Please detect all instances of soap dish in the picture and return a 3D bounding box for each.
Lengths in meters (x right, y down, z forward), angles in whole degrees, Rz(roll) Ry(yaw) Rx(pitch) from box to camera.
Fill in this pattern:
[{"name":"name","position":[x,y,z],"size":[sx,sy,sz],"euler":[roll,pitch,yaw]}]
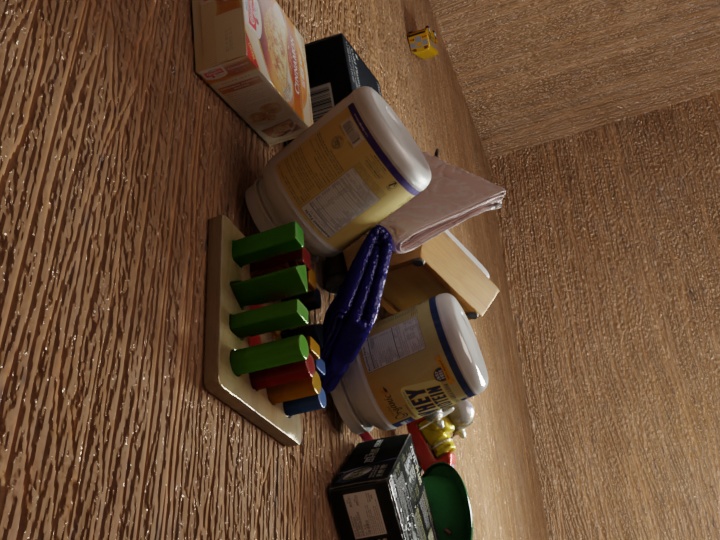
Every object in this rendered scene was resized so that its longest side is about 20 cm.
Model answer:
[{"name":"soap dish","position":[0.086,0.009,1.220],"size":[0.200,0.155,0.082],"euler":[41,47,-37]}]

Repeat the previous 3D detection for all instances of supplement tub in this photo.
[{"name":"supplement tub","position":[0.062,0.132,1.156],"size":[0.146,0.197,0.145],"euler":[60,14,-25]},{"name":"supplement tub","position":[-0.028,-0.109,1.022],"size":[0.146,0.199,0.146],"euler":[49,16,-19]}]

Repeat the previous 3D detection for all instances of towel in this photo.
[{"name":"towel","position":[0.066,-0.098,1.136],"size":[0.199,0.189,0.033],"euler":[34,-41,48]},{"name":"towel","position":[-0.017,0.050,1.049],"size":[0.201,0.049,0.150],"euler":[118,-13,-56]}]

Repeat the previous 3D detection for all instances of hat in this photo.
[{"name":"hat","position":[0.049,0.357,1.238],"size":[0.173,0.166,0.203],"euler":[11,45,-28]}]

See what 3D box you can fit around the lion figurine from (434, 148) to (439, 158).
[{"name":"lion figurine","position":[0.080,-0.102,1.350],"size":[0.203,0.071,0.123],"euler":[-64,-177,11]}]

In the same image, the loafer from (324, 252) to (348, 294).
[{"name":"loafer","position":[0.000,0.000,1.306],"size":[0.200,0.072,0.073],"euler":[20,59,-71]}]

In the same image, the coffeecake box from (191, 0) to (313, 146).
[{"name":"coffeecake box","position":[-0.136,-0.279,1.078],"size":[0.200,0.072,0.157],"euler":[41,39,-63]}]

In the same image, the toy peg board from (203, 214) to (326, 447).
[{"name":"toy peg board","position":[-0.081,0.063,0.933],"size":[0.200,0.096,0.203],"euler":[53,28,-54]}]

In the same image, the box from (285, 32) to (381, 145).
[{"name":"box","position":[-0.034,-0.221,1.299],"size":[0.196,0.122,0.204],"euler":[29,49,-71]}]

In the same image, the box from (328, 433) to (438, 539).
[{"name":"box","position":[0.040,0.348,1.129],"size":[0.164,0.085,0.204],"euler":[-36,111,-73]}]

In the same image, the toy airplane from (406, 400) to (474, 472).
[{"name":"toy airplane","position":[0.122,0.235,1.409],"size":[0.201,0.139,0.202],"euler":[-71,143,-62]}]

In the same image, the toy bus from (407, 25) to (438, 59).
[{"name":"toy bus","position":[0.198,-0.707,2.605],"size":[0.200,0.064,0.080],"euler":[-29,104,-74]}]
